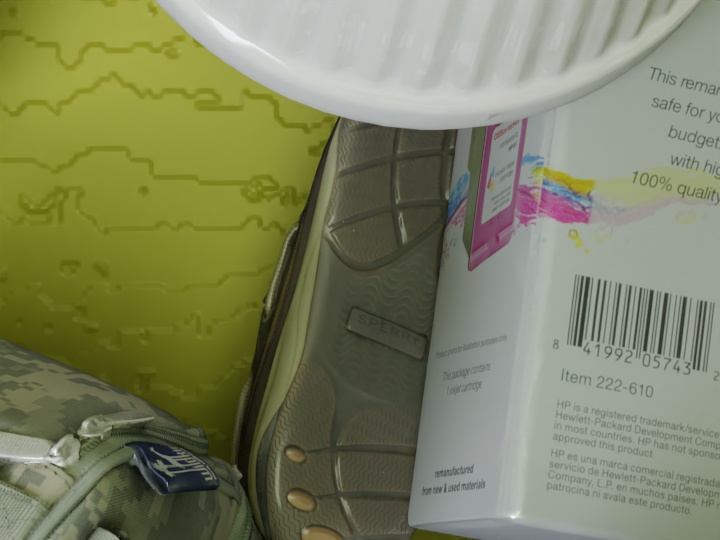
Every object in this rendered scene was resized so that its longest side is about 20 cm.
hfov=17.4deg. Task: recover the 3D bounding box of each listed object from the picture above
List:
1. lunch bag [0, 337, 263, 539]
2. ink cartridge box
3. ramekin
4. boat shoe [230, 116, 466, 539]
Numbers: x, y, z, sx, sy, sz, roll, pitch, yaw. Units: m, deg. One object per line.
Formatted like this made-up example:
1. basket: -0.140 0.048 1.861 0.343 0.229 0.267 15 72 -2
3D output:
1. lunch bag: -0.131 0.079 0.658 0.199 0.168 0.140 17 67 23
2. ink cartridge box: 0.106 -0.010 0.720 0.144 0.085 0.201 12 80 -18
3. ramekin: 0.022 -0.148 0.629 0.199 0.105 0.201 2 74 -5
4. boat shoe: 0.000 0.000 0.762 0.074 0.073 0.201 29 72 -23
